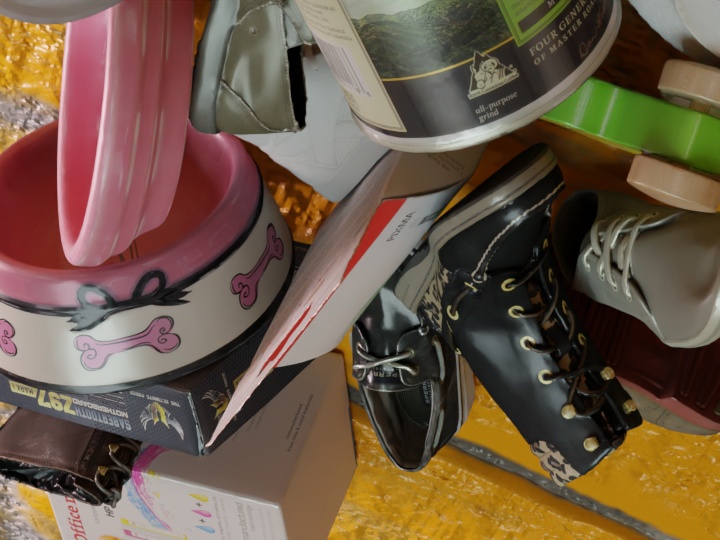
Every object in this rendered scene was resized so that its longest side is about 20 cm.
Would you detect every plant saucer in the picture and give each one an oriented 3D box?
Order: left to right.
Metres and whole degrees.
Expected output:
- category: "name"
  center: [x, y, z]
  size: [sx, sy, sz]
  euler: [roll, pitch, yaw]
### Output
- category: "plant saucer"
  center: [-0.125, -0.102, 1.417]
  size: [0.050, 0.202, 0.201]
  euler: [4, 148, -14]

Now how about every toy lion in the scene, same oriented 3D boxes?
- category: "toy lion"
  center: [0.158, -0.069, 1.357]
  size: [0.199, 0.069, 0.191]
  euler: [17, -177, -35]

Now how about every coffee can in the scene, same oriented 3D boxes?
- category: "coffee can"
  center: [0.022, -0.178, 1.241]
  size: [0.145, 0.147, 0.201]
  euler: [-2, 133, 32]

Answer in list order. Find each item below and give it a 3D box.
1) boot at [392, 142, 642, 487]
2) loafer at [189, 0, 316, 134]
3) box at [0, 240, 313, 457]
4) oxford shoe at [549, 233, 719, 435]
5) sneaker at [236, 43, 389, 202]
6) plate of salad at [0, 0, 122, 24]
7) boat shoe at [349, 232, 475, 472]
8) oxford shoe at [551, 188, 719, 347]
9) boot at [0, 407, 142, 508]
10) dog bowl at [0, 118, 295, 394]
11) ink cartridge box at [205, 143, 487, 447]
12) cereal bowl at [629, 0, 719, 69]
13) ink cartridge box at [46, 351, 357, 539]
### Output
- category: "boot"
  center: [0.101, 0.026, 1.417]
  size: [0.154, 0.073, 0.204]
  euler: [52, 158, 6]
- category: "loafer"
  center: [-0.037, -0.154, 1.359]
  size: [0.069, 0.075, 0.201]
  euler: [17, 126, 4]
- category: "box"
  center: [-0.124, 0.031, 1.577]
  size: [0.199, 0.158, 0.051]
  euler: [11, 127, 35]
- category: "oxford shoe"
  center: [0.137, 0.044, 1.559]
  size: [0.199, 0.071, 0.075]
  euler: [33, 151, -11]
- category: "sneaker"
  center: [-0.023, -0.117, 1.430]
  size: [0.115, 0.074, 0.200]
  euler: [29, 144, -9]
- category: "plate of salad"
  center: [-0.139, -0.218, 1.265]
  size: [0.048, 0.200, 0.201]
  euler: [24, 152, 38]
- category: "boat shoe"
  center: [0.029, 0.047, 1.619]
  size: [0.072, 0.071, 0.201]
  euler: [6, 139, 25]
- category: "oxford shoe"
  center: [0.151, -0.005, 1.412]
  size: [0.057, 0.076, 0.200]
  euler: [16, -175, -18]
- category: "boot"
  center: [-0.129, 0.076, 1.659]
  size: [0.199, 0.175, 0.069]
  euler: [3, 141, 27]
- category: "dog bowl"
  center: [-0.140, -0.021, 1.527]
  size: [0.199, 0.201, 0.074]
  euler: [7, 131, 22]
- category: "ink cartridge box"
  center: [0.000, 0.000, 1.434]
  size: [0.050, 0.201, 0.161]
  euler: [31, 132, -8]
- category: "cereal bowl"
  center: [0.201, -0.153, 1.244]
  size: [0.199, 0.084, 0.201]
  euler: [16, 145, 12]
- category: "ink cartridge box"
  center: [-0.118, 0.118, 1.753]
  size: [0.199, 0.126, 0.129]
  euler: [12, 144, 15]
